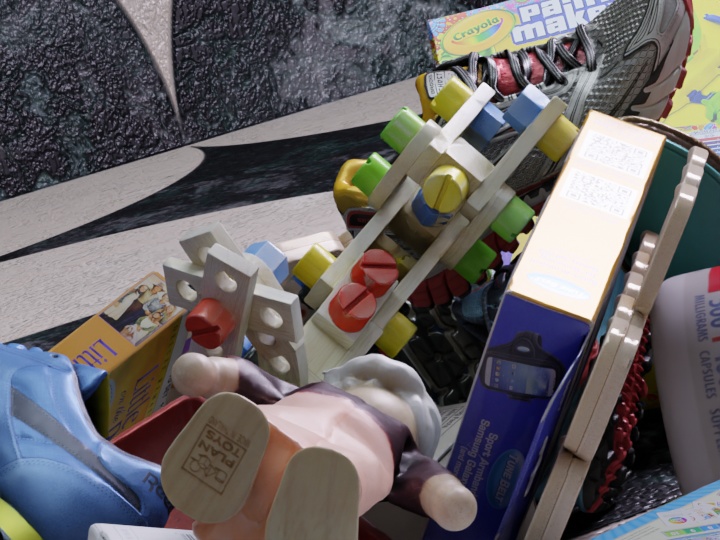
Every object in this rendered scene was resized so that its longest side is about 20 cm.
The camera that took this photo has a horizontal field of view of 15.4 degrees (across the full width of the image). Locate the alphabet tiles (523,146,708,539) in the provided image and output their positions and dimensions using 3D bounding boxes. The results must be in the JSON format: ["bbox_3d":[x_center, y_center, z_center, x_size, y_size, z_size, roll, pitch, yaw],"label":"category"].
[{"bbox_3d":[0.094,0.048,1.063,0.015,0.197,0.200,22,16,5],"label":"alphabet tiles"}]

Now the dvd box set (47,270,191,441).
[{"bbox_3d":[-0.159,0.101,1.184,0.200,0.029,0.147,-40,-19,-41],"label":"dvd box set"}]

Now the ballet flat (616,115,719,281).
[{"bbox_3d":[0.173,0.002,1.182,0.070,0.200,0.065,-43,10,17],"label":"ballet flat"}]

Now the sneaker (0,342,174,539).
[{"bbox_3d":[-0.145,0.056,1.054,0.078,0.066,0.200,-39,50,-16],"label":"sneaker"}]

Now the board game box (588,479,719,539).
[{"bbox_3d":[0.145,0.107,0.829,0.134,0.034,0.200,13,12,28],"label":"board game box"}]

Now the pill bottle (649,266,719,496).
[{"bbox_3d":[0.226,0.039,1.087,0.199,0.113,0.112,-13,10,14],"label":"pill bottle"}]

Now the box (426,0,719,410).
[{"bbox_3d":[0.154,-0.046,1.363,0.199,0.193,0.122,-13,-34,3],"label":"box"}]

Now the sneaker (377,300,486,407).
[{"bbox_3d":[-0.023,0.070,1.358,0.199,0.079,0.089,-24,6,-4],"label":"sneaker"}]

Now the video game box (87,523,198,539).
[{"bbox_3d":[0.022,0.129,0.855,0.199,0.047,0.182,6,5,-15],"label":"video game box"}]

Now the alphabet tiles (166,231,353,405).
[{"bbox_3d":[-0.041,0.040,1.398,0.195,0.015,0.200,-14,-29,-32],"label":"alphabet tiles"}]

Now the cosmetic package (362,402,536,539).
[{"bbox_3d":[-0.033,0.116,1.155,0.199,0.074,0.103,-10,11,26],"label":"cosmetic package"}]

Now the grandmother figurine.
[{"bbox_3d":[-0.014,0.064,0.957,0.061,0.121,0.200,-54,-11,9],"label":"grandmother figurine"}]

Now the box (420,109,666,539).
[{"bbox_3d":[0.073,0.029,1.064,0.041,0.120,0.200,21,29,7],"label":"box"}]

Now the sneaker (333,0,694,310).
[{"bbox_3d":[0.070,-0.067,1.204,0.200,0.082,0.078,-41,22,19],"label":"sneaker"}]

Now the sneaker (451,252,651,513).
[{"bbox_3d":[0.089,0.008,1.226,0.095,0.201,0.079,7,-24,18],"label":"sneaker"}]

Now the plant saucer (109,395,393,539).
[{"bbox_3d":[-0.099,0.140,1.017,0.199,0.037,0.200,-32,28,-16],"label":"plant saucer"}]

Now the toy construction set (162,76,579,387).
[{"bbox_3d":[0.000,0.000,1.123,0.200,0.092,0.131,-32,-11,-38],"label":"toy construction set"}]
